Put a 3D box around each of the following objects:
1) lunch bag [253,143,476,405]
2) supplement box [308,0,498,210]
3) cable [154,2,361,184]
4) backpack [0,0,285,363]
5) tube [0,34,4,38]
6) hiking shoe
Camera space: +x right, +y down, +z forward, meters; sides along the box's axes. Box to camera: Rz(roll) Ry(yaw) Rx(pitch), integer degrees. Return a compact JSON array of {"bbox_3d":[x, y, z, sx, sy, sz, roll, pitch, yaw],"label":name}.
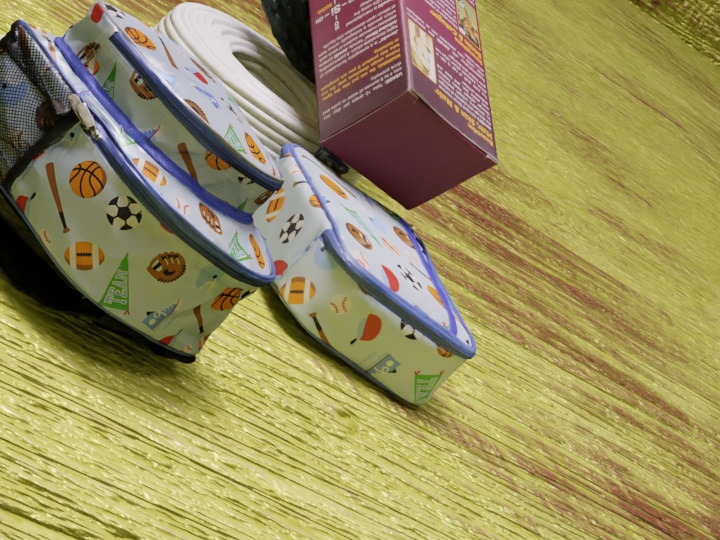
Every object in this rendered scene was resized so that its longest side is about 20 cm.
[{"bbox_3d":[0.000,0.000,1.751,0.160,0.076,0.200,34,17,-28],"label":"lunch bag"},{"bbox_3d":[0.028,-0.161,1.839,0.110,0.085,0.201,36,37,-41],"label":"supplement box"},{"bbox_3d":[-0.083,-0.125,1.907,0.200,0.069,0.200,41,15,1],"label":"cable"},{"bbox_3d":[-0.131,-0.048,1.448,0.200,0.154,0.191,19,35,-59],"label":"backpack"},{"bbox_3d":[-0.180,-0.111,1.693,0.200,0.052,0.058,24,-20,-37],"label":"tube"},{"bbox_3d":[-0.018,-0.174,1.975,0.200,0.074,0.087,47,-1,-30],"label":"hiking shoe"}]
